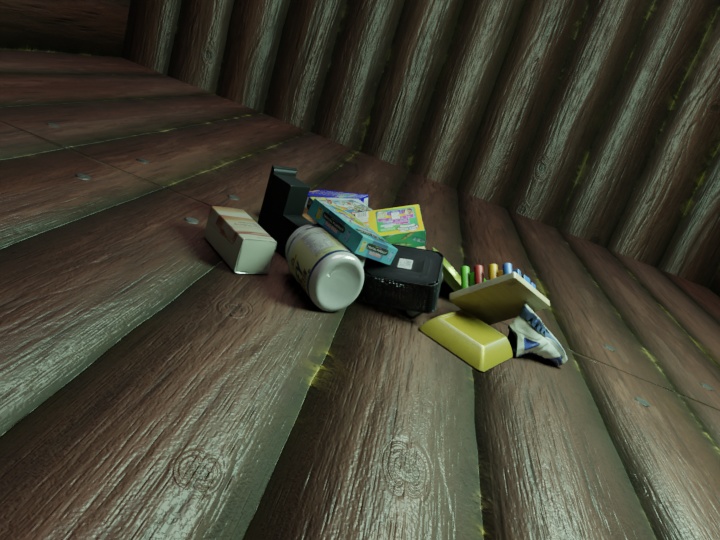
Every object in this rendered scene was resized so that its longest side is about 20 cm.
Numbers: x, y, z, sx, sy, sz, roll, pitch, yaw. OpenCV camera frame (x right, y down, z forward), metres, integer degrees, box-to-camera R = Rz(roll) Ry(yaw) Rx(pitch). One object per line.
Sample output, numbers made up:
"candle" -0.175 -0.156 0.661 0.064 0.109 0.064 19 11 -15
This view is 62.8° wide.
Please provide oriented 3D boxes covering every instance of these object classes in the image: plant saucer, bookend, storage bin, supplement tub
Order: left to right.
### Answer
"bookend" -0.179 -0.151 1.613 0.090 0.206 0.197 -3 28 -47
"supplement tub" -0.091 -0.012 1.417 0.141 0.149 0.200 6 23 -34
"storage bin" 0.108 0.016 1.506 0.193 0.096 0.137 9 41 11
"plant saucer" 0.273 0.018 1.783 0.200 0.031 0.201 48 11 -12
"plant saucer" 0.274 0.161 1.482 0.197 0.050 0.197 33 23 31

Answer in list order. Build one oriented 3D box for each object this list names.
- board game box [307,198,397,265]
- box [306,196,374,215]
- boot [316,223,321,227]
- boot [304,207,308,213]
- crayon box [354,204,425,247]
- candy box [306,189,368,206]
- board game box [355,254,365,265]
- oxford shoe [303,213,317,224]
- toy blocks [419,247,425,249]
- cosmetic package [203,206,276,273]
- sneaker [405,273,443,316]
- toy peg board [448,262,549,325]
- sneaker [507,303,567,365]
"board game box" -0.020 -0.097 1.464 0.199 0.048 0.149 39 14 36
"box" -0.050 -0.178 1.808 0.195 0.039 0.136 -2 31 -38
"boot" -0.047 -0.087 1.717 0.194 0.067 0.185 13 -6 -28
"boot" -0.189 -0.160 1.836 0.195 0.075 0.076 10 31 -33
"crayon box" 0.082 -0.117 1.675 0.192 0.060 0.121 -7 43 1
"candy box" -0.091 -0.225 2.018 0.193 0.080 0.168 11 17 22
"board game box" 0.000 0.000 1.662 0.194 0.027 0.200 8 23 -33
"oxford shoe" -0.125 -0.146 1.805 0.196 0.072 0.072 6 42 -48
"toy blocks" 0.134 -0.058 1.741 0.197 0.099 0.140 -6 67 -55
"cosmetic package" -0.301 -0.078 1.466 0.101 0.090 0.199 3 26 -42
"sneaker" 0.170 0.072 1.586 0.074 0.081 0.200 29 41 12
"toy peg board" 0.363 0.043 1.555 0.198 0.195 0.101 30 51 -40
"sneaker" 0.444 0.187 1.545 0.199 0.115 0.081 45 10 -24
